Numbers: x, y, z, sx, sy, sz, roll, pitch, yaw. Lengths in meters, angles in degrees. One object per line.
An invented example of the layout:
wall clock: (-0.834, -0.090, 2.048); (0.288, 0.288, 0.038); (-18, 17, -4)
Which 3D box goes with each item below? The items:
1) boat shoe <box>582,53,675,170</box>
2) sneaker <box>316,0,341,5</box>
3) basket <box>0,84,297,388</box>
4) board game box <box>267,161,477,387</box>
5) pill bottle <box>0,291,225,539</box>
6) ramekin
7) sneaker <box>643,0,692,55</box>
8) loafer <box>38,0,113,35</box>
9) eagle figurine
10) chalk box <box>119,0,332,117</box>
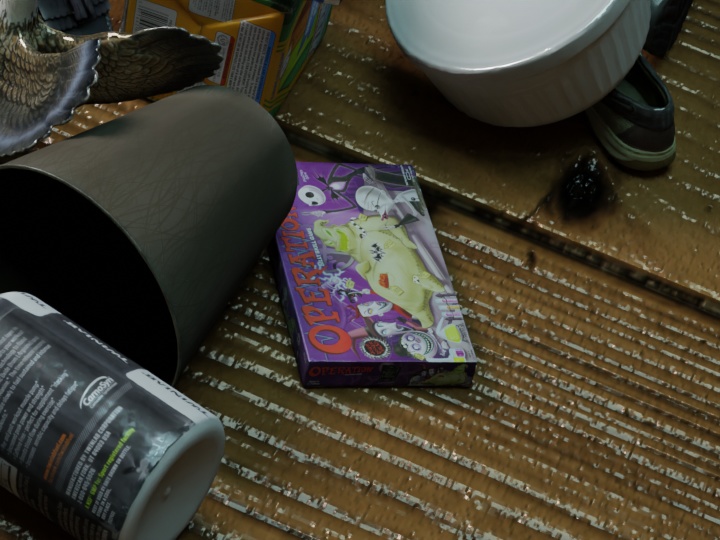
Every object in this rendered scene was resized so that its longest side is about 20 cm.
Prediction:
boat shoe: (0.186, -0.161, 1.886); (0.071, 0.066, 0.201); (-10, 47, -27)
sneaker: (-0.068, -0.266, 1.725); (0.088, 0.079, 0.201); (0, 43, -21)
basket: (-0.136, -0.032, 1.589); (0.181, 0.136, 0.200); (49, 39, -3)
board game box: (0.000, 0.000, 1.678); (0.119, 0.032, 0.201); (-3, 44, -14)
pill bottle: (-0.187, 0.083, 1.463); (0.199, 0.107, 0.106); (32, 43, 18)
ramekin: (0.126, -0.197, 1.833); (0.201, 0.094, 0.204); (-13, 50, 17)
sneaker: (0.214, -0.241, 1.991); (0.115, 0.076, 0.200); (19, 30, 11)
loafer: (-0.233, -0.233, 1.770); (0.072, 0.063, 0.201); (-28, 88, -36)
eagle figurine: (-0.215, -0.141, 1.638); (0.199, 0.151, 0.152); (32, 79, 24)
chalk box: (-0.084, -0.215, 1.815); (0.123, 0.125, 0.200); (21, 42, 7)
